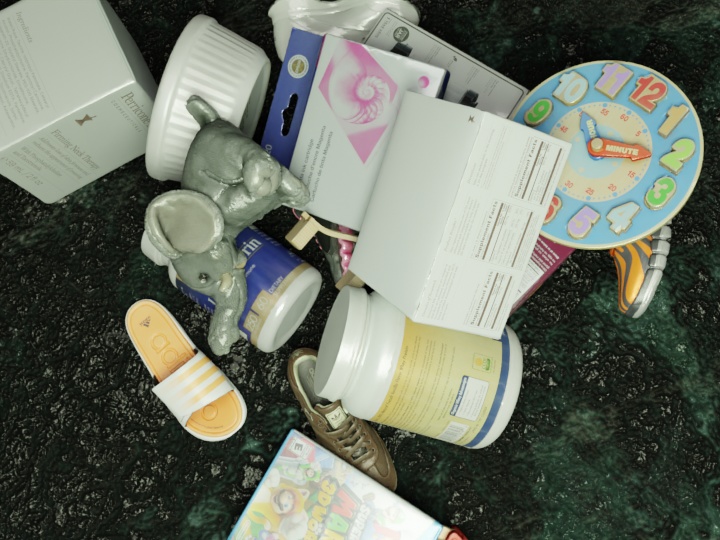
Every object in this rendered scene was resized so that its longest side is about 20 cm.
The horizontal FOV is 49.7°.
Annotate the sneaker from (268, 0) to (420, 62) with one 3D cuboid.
[{"bbox_3d":[-0.020,-0.311,1.010,0.197,0.074,0.088,-3,90,10],"label":"sneaker"}]

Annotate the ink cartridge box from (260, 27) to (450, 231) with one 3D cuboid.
[{"bbox_3d":[-0.021,-0.156,0.878,0.198,0.043,0.198,19,100,12],"label":"ink cartridge box"}]

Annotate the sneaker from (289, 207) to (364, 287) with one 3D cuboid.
[{"bbox_3d":[-0.042,-0.067,0.962,0.095,0.079,0.202,-15,82,30],"label":"sneaker"}]

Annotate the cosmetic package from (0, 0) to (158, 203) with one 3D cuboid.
[{"bbox_3d":[-0.365,-0.219,0.958,0.199,0.167,0.168,-28,77,-1],"label":"cosmetic package"}]

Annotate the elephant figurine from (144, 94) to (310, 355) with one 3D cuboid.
[{"bbox_3d":[-0.159,-0.045,0.820,0.201,0.141,0.155,-51,49,2],"label":"elephant figurine"}]

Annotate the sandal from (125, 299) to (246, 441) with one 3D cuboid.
[{"bbox_3d":[-0.223,0.119,0.934,0.079,0.059,0.207,-41,79,-4],"label":"sandal"}]

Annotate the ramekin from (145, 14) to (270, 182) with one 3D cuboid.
[{"bbox_3d":[-0.176,-0.192,0.930,0.093,0.202,0.204,20,80,-3],"label":"ramekin"}]

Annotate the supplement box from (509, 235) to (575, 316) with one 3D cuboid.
[{"bbox_3d":[0.203,-0.037,0.908,0.200,0.110,0.086,-45,81,-5],"label":"supplement box"}]

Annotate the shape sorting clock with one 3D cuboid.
[{"bbox_3d":[0.238,-0.120,0.784,0.198,0.039,0.202,-6,71,18],"label":"shape sorting clock"}]

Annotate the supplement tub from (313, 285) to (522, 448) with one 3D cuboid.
[{"bbox_3d":[0.060,0.102,0.850,0.198,0.144,0.146,17,80,-12],"label":"supplement tub"}]

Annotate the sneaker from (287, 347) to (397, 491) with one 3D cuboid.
[{"bbox_3d":[-0.028,0.180,0.898,0.070,0.076,0.201,-34,79,-3],"label":"sneaker"}]

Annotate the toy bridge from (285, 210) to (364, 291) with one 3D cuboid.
[{"bbox_3d":[0.000,0.000,0.901,0.067,0.027,0.200,-48,116,-7],"label":"toy bridge"}]

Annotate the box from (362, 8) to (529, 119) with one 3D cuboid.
[{"bbox_3d":[0.083,-0.202,0.914,0.199,0.060,0.117,32,82,10],"label":"box"}]

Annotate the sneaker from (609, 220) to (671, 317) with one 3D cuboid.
[{"bbox_3d":[0.266,-0.054,0.822,0.111,0.078,0.202,12,71,8],"label":"sneaker"}]

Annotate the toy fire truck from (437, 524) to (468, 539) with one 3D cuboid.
[{"bbox_3d":[0.020,0.314,0.877,0.199,0.049,0.142,35,88,11],"label":"toy fire truck"}]

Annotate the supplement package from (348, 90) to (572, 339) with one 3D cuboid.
[{"bbox_3d":[0.091,-0.060,0.782,0.110,0.156,0.202,13,103,-29],"label":"supplement package"}]

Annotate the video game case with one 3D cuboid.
[{"bbox_3d":[-0.029,0.289,0.854,0.199,0.018,0.144,30,82,13],"label":"video game case"}]

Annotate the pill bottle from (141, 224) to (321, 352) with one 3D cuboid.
[{"bbox_3d":[-0.155,-0.003,0.926,0.199,0.116,0.116,34,83,10],"label":"pill bottle"}]
